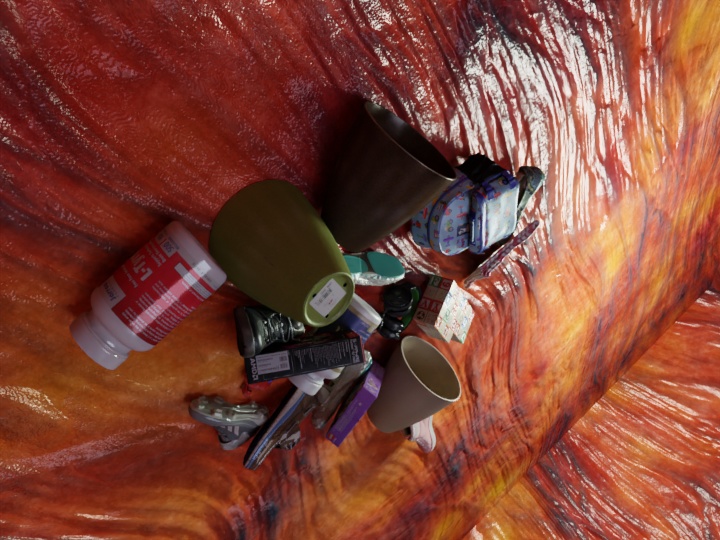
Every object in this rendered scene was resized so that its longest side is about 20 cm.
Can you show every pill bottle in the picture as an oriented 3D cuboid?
[{"bbox_3d":[-0.059,0.138,1.103,0.201,0.111,0.111,-52,142,3],"label":"pill bottle"},{"bbox_3d":[-0.293,0.036,0.786,0.200,0.112,0.113,-43,142,-9],"label":"pill bottle"}]

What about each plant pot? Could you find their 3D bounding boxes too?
[{"bbox_3d":[0.023,-0.135,0.931,0.185,0.188,0.201,10,128,-48],"label":"plant pot"},{"bbox_3d":[-0.104,-0.009,0.866,0.185,0.200,0.189,-25,136,-27],"label":"plant pot"},{"bbox_3d":[0.108,0.296,1.368,0.186,0.188,0.201,11,127,-48],"label":"plant pot"}]

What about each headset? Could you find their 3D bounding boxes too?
[{"bbox_3d":[0.060,0.088,1.234,0.199,0.093,0.125,-19,131,-54],"label":"headset"}]

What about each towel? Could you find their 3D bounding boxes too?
[{"bbox_3d":[0.340,-0.034,1.370,0.199,0.030,0.146,-39,174,-14],"label":"towel"}]

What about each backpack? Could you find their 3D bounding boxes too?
[{"bbox_3d":[0.202,-0.116,1.140,0.198,0.134,0.185,-26,136,-23],"label":"backpack"}]

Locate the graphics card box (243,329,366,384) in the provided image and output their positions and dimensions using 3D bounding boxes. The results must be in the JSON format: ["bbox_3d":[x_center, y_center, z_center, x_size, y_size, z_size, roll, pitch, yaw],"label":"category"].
[{"bbox_3d":[-0.097,0.145,0.974,0.197,0.125,0.052,-10,91,-8],"label":"graphics card box"}]

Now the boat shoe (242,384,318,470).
[{"bbox_3d":[-0.154,0.322,1.139,0.201,0.072,0.072,-52,-170,-26],"label":"boat shoe"}]

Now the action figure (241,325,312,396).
[{"bbox_3d":[-0.165,0.161,1.069,0.065,0.052,0.201,24,108,-45],"label":"action figure"}]

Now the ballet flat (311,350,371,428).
[{"bbox_3d":[-0.056,0.245,1.234,0.201,0.072,0.072,-53,142,0],"label":"ballet flat"}]

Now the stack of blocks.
[{"bbox_3d":[0.203,0.108,1.352,0.116,0.058,0.200,-64,146,-14],"label":"stack of blocks"}]

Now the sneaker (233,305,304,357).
[{"bbox_3d":[-0.145,0.088,0.905,0.112,0.199,0.078,-7,91,-9],"label":"sneaker"}]

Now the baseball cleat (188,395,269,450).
[{"bbox_3d":[-0.256,0.295,1.072,0.199,0.070,0.107,25,102,-51],"label":"baseball cleat"}]

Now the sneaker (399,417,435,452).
[{"bbox_3d":[0.155,0.460,1.611,0.104,0.075,0.203,-30,130,-30],"label":"sneaker"}]

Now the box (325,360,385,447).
[{"bbox_3d":[-0.007,0.286,1.246,0.138,0.039,0.200,-54,178,10],"label":"box"}]

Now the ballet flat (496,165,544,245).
[{"bbox_3d":[0.348,-0.154,1.317,0.074,0.074,0.202,3,119,-46],"label":"ballet flat"}]

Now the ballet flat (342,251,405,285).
[{"bbox_3d":[0.000,0.000,1.101,0.198,0.072,0.073,4,118,-44],"label":"ballet flat"}]
